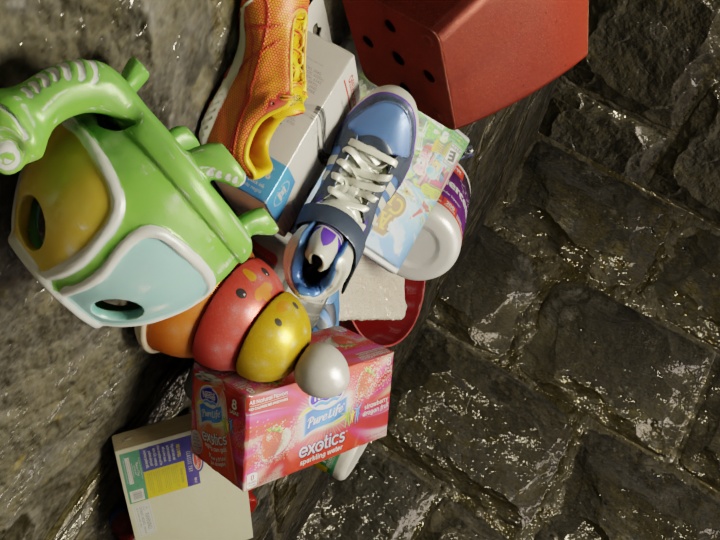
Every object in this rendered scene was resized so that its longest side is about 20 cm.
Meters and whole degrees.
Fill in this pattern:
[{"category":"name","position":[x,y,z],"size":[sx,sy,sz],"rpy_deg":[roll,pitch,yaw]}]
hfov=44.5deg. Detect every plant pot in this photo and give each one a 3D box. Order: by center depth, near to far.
[{"category":"plant pot","position":[0.094,-0.264,0.871],"size":[0.176,0.199,0.201],"rpy_deg":[-46,149,-15]}]

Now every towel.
[{"category":"towel","position":[0.000,0.000,1.148],"size":[0.199,0.034,0.135],"rpy_deg":[1,87,-53]}]

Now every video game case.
[{"category":"video game case","position":[0.012,-0.121,0.982],"size":[0.184,0.199,0.022],"rpy_deg":[-60,-148,-4]}]

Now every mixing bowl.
[{"category":"mixing bowl","position":[-0.003,0.006,1.260],"size":[0.199,0.107,0.204],"rpy_deg":[2,87,-52]}]

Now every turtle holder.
[{"category":"turtle holder","position":[-0.143,-0.039,0.530],"size":[0.132,0.141,0.186],"rpy_deg":[-42,176,-7]}]

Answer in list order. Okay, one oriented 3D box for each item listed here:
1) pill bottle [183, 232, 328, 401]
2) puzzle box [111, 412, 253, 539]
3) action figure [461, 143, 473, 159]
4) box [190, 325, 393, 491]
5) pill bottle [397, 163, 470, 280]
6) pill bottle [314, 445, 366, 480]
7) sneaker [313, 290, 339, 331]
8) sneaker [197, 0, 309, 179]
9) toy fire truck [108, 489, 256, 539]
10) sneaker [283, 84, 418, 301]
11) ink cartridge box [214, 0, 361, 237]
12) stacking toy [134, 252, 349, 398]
[{"category":"pill bottle","position":[-0.112,0.061,0.976],"size":[0.202,0.113,0.114],"rpy_deg":[-62,169,8]},{"category":"puzzle box","position":[-0.189,0.239,0.958],"size":[0.131,0.026,0.203],"rpy_deg":[-13,128,-18]},{"category":"action figure","position":[0.079,-0.191,1.290],"size":[0.198,0.105,0.195],"rpy_deg":[-24,154,-31]},{"category":"box","position":[-0.067,0.133,0.895],"size":[0.198,0.095,0.102],"rpy_deg":[-11,112,-43]},{"category":"pill bottle","position":[0.086,-0.083,1.155],"size":[0.201,0.111,0.114],"rpy_deg":[-70,-178,-56]},{"category":"pill bottle","position":[-0.081,0.192,1.218],"size":[0.114,0.198,0.113],"rpy_deg":[-57,169,-18]},{"category":"sneaker","position":[-0.053,0.075,1.047],"size":[0.078,0.065,0.204],"rpy_deg":[15,84,-49]},{"category":"sneaker","position":[-0.067,-0.171,0.716],"size":[0.073,0.076,0.202],"rpy_deg":[-37,152,-60]},{"category":"toy fire truck","position":[-0.222,0.277,1.067],"size":[0.167,0.112,0.201],"rpy_deg":[-35,157,-25]},{"category":"sneaker","position":[-0.009,-0.062,0.818],"size":[0.201,0.080,0.147],"rpy_deg":[-59,-171,27]},{"category":"ink cartridge box","position":[-0.057,-0.146,0.840],"size":[0.202,0.067,0.116],"rpy_deg":[-60,171,-9]},{"category":"stacking toy","position":[-0.093,0.052,0.811],"size":[0.147,0.198,0.147],"rpy_deg":[-57,169,-18]}]
